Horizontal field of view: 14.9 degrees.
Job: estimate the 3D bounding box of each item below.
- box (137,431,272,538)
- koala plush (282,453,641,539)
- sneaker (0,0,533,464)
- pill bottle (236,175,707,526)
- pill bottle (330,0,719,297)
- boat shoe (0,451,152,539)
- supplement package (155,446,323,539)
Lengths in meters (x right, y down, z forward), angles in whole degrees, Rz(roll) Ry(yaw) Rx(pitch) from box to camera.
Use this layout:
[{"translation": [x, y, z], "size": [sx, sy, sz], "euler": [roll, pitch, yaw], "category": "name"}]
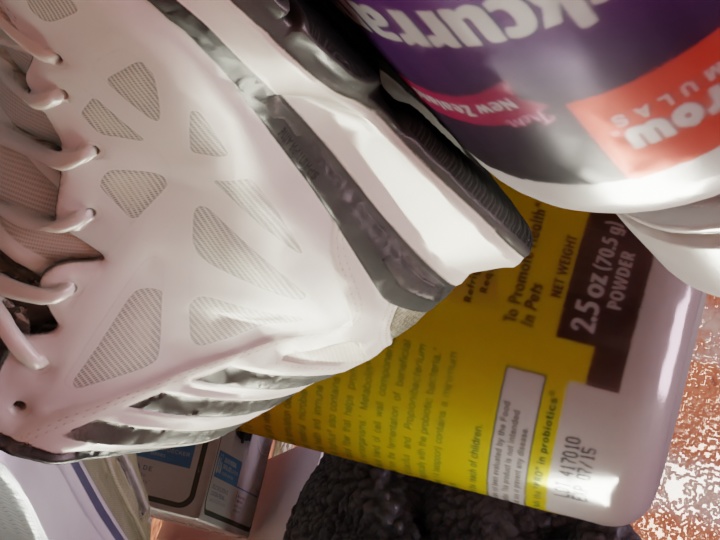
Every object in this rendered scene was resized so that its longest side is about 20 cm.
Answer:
[{"translation": [-0.050, -0.015, 0.933], "size": [0.117, 0.060, 0.201], "euler": [59, 44, -78], "category": "box"}, {"translation": [-0.010, 0.153, 0.838], "size": [0.199, 0.184, 0.178], "euler": [-27, 157, -27], "category": "koala plush"}, {"translation": [-0.056, -0.020, 0.519], "size": [0.115, 0.076, 0.200], "euler": [-40, 139, 7], "category": "sneaker"}, {"translation": [0.000, 0.000, 0.807], "size": [0.109, 0.199, 0.110], "euler": [14, 90, -82], "category": "pill bottle"}, {"translation": [0.041, -0.081, 0.510], "size": [0.200, 0.111, 0.112], "euler": [44, 52, -41], "category": "pill bottle"}, {"translation": [-0.085, 0.059, 0.765], "size": [0.200, 0.072, 0.062], "euler": [81, 32, -62], "category": "boat shoe"}, {"translation": [0.018, 0.180, 1.018], "size": [0.152, 0.199, 0.151], "euler": [-27, -141, 60], "category": "supplement package"}]
